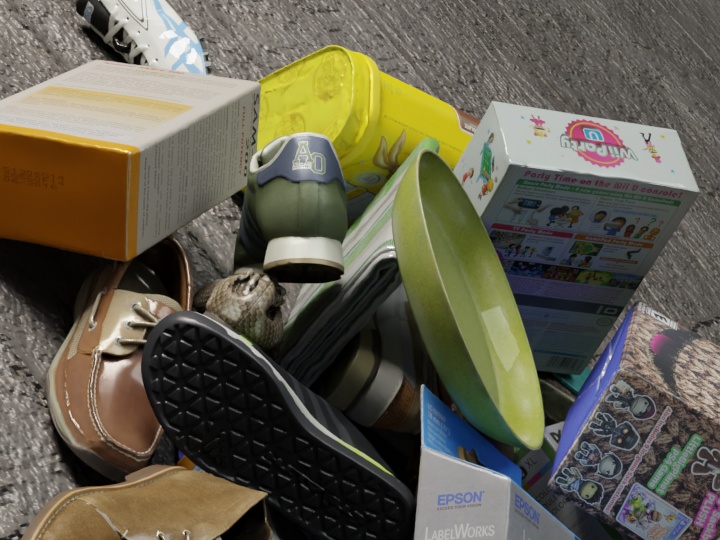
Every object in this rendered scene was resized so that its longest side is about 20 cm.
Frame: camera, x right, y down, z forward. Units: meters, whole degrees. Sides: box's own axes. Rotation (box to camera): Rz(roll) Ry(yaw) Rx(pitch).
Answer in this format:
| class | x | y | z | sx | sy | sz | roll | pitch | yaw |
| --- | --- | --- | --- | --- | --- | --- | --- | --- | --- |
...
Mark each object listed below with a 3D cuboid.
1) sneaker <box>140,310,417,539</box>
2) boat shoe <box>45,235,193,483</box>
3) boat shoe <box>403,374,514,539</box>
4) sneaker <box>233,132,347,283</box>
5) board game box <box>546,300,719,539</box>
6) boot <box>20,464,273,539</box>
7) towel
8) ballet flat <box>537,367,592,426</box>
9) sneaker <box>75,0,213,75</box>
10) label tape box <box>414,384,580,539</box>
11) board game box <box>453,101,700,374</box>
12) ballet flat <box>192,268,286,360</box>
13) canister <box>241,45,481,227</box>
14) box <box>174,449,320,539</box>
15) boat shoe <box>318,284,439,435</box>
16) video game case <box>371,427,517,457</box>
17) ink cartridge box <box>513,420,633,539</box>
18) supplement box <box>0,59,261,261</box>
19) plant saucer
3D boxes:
| class | x | y | z | sx | sy | sz | roll | pitch | yaw |
| --- | --- | --- | --- | --- | --- | --- | --- | --- | --- |
| sneaker | -0.050 | 0.097 | 1.194 | 0.200 | 0.072 | 0.083 | 44 | 6 | -13 |
| boat shoe | -0.137 | 0.044 | 1.218 | 0.076 | 0.072 | 0.200 | 30 | 29 | -23 |
| boat shoe | 0.059 | 0.127 | 1.348 | 0.072 | 0.068 | 0.200 | 53 | 23 | -35 |
| sneaker | -0.041 | -0.039 | 1.290 | 0.067 | 0.090 | 0.200 | 2 | -4 | -9 |
| board game box | 0.237 | 0.127 | 1.340 | 0.200 | 0.097 | 0.159 | 30 | 18 | 2 |
| boot | -0.113 | 0.147 | 1.070 | 0.075 | 0.074 | 0.200 | 3 | 14 | 25 |
| towel | 0.000 | 0.000 | 1.385 | 0.031 | 0.149 | 0.200 | 38 | 26 | -8 |
| ballet flat | 0.128 | 0.078 | 1.544 | 0.200 | 0.062 | 0.067 | 42 | 37 | 14 |
| sneaker | -0.167 | -0.179 | 1.536 | 0.072 | 0.072 | 0.200 | -21 | 68 | -23 |
| label tape box | 0.088 | 0.180 | 1.197 | 0.144 | 0.063 | 0.200 | 43 | 45 | -50 |
| board game box | 0.124 | -0.018 | 1.440 | 0.147 | 0.200 | 0.064 | 7 | 47 | -22 |
| ballet flat | -0.071 | 0.024 | 1.279 | 0.067 | 0.046 | 0.200 | 33 | -4 | -2 |
| canister | 0.016 | -0.082 | 1.536 | 0.200 | 0.149 | 0.087 | 22 | 59 | -39 |
| box | -0.028 | 0.165 | 1.222 | 0.119 | 0.041 | 0.200 | 2 | 49 | -52 |
| boat shoe | 0.016 | 0.055 | 1.387 | 0.068 | 0.075 | 0.200 | 32 | 22 | -9 |
| video game case | 0.089 | 0.127 | 1.463 | 0.200 | 0.017 | 0.143 | 40 | 26 | -5 |
| ink cartridge box | 0.160 | 0.155 | 1.428 | 0.200 | 0.059 | 0.104 | 51 | 29 | 18 |
| supplement box | -0.159 | -0.074 | 1.305 | 0.126 | 0.074 | 0.200 | 10 | 20 | 18 |
| plant saucer | 0.064 | 0.022 | 1.280 | 0.200 | 0.031 | 0.200 | -22 | 90 | -76 |
